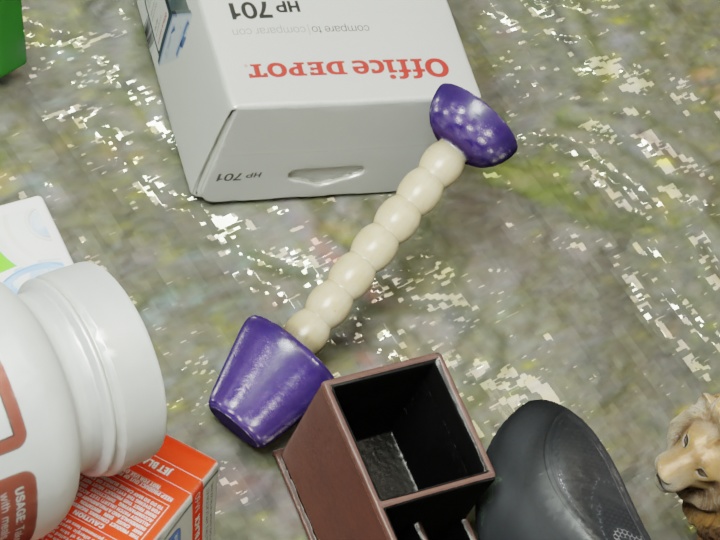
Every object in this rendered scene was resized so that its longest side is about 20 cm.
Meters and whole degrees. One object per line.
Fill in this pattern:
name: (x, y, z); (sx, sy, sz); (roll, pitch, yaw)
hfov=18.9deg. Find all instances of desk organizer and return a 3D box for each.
desk organizer: (0.036, 0.146, 1.003); (0.071, 0.077, 0.201); (-12, 64, -26)

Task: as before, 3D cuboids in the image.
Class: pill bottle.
pill bottle: (-0.180, 0.067, 0.830); (0.199, 0.112, 0.113); (-20, 67, -29)

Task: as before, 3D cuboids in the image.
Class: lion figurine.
lion figurine: (0.212, 0.152, 1.036); (0.200, 0.123, 0.072); (46, 55, 11)

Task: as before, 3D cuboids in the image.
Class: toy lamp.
toy lamp: (0.000, 0.000, 1.064); (0.058, 0.058, 0.200); (38, 78, 7)

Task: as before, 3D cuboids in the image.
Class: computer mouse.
computer mouse: (0.106, 0.148, 1.006); (0.052, 0.139, 0.201); (-12, 53, -30)

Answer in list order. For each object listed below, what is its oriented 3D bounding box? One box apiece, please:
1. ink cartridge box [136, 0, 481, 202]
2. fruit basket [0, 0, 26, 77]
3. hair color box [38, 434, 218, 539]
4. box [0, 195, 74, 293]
ink cartridge box: (-0.038, -0.146, 1.159); (0.145, 0.086, 0.201); (-5, 59, -25)
fruit basket: (-0.236, -0.191, 1.088); (0.213, 0.156, 0.218); (2, 71, -6)
hair color box: (-0.135, 0.166, 0.893); (0.064, 0.112, 0.200); (25, 48, 18)
box: (-0.217, 0.060, 0.949); (0.199, 0.102, 0.113); (-18, 67, -29)
